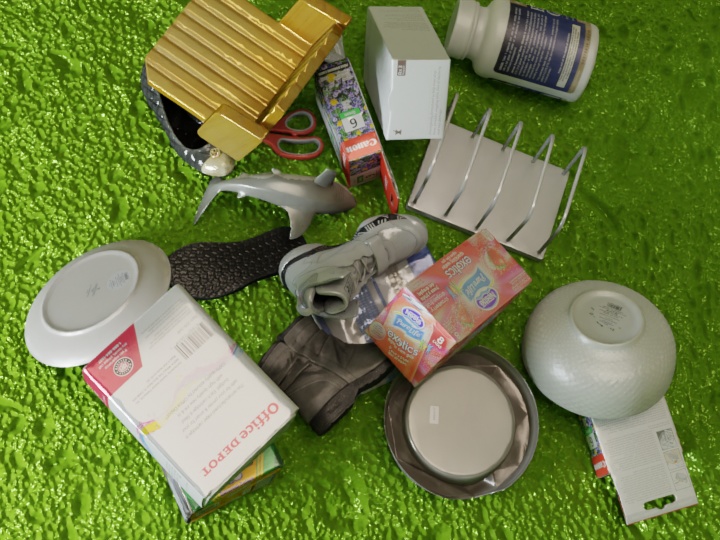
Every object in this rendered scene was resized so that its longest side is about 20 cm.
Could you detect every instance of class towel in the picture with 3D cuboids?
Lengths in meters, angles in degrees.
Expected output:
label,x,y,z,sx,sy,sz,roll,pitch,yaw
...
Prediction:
label,x,y,z,sx,sy,sz,roll,pitch,yaw
towel,0.035,0.063,1.631,0.199,0.024,0.148,-25,79,-17

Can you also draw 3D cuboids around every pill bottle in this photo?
label,x,y,z,sx,sy,sz,roll,pitch,yaw
pill bottle,0.220,-0.312,1.738,0.198,0.111,0.112,15,70,-5

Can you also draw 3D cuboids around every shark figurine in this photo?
label,x,y,z,sx,sy,sz,roll,pitch,yaw
shark figurine,-0.105,-0.084,1.604,0.212,0.128,0.090,4,81,-7

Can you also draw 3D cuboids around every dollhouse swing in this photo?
label,x,y,z,sx,sy,sz,roll,pitch,yaw
dollhouse swing,-0.152,-0.276,1.567,0.175,0.182,0.201,39,73,-11

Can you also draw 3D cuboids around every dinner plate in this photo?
label,x,y,z,sx,sy,sz,roll,pitch,yaw
dinner plate,-0.322,0.031,1.514,0.198,0.024,0.201,-14,44,14

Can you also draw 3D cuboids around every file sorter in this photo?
label,x,y,z,sx,sy,sz,roll,pitch,yaw
file sorter,0.184,-0.126,1.665,0.198,0.125,0.140,22,70,-3

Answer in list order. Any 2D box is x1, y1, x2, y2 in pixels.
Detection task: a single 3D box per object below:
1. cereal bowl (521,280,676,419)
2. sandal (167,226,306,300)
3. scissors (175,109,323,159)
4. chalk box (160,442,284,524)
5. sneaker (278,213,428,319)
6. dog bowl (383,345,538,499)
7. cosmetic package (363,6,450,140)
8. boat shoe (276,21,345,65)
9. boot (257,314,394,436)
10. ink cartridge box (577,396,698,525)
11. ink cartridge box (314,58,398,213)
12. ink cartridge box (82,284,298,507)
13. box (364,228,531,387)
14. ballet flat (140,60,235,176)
label,x,y,z,sx,sy,sz,roll,pitch,yaw
cereal bowl,0.307,0.086,1.600,0.198,0.084,0.201,0,48,0
sandal,-0.161,-0.003,1.611,0.199,0.048,0.076,-12,73,-27
scissors,-0.148,-0.184,1.683,0.198,0.014,0.074,0,74,-12
chalk box,-0.192,0.180,1.499,0.123,0.125,0.201,-24,79,-16
sneaker,0.000,0.000,1.571,0.198,0.076,0.115,-19,32,-3
dog bowl,0.122,0.194,1.585,0.198,0.059,0.202,3,71,-9
cosmetic package,0.057,-0.261,1.640,0.080,0.114,0.201,-2,33,-10
boat shoe,-0.117,-0.293,1.694,0.200,0.075,0.065,-4,67,-18
boot,-0.027,0.096,1.562,0.132,0.070,0.200,45,64,9
ink cartridge box,0.351,0.219,1.622,0.108,0.050,0.202,-12,76,-13
ink cartridge box,-0.005,-0.162,1.640,0.050,0.109,0.202,-18,76,-5
ink cartridge box,-0.190,0.141,1.402,0.147,0.086,0.200,-42,84,-19
box,0.111,0.042,1.547,0.095,0.103,0.200,47,40,8
ballet flat,-0.230,-0.200,1.637,0.066,0.057,0.200,-33,70,-16
